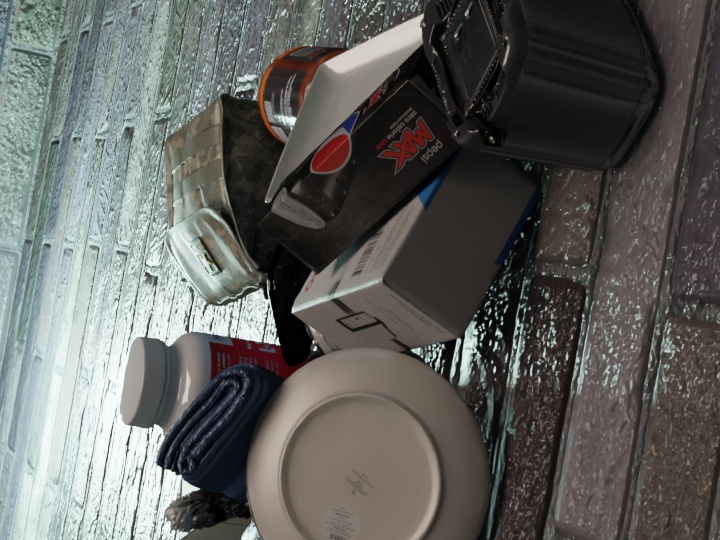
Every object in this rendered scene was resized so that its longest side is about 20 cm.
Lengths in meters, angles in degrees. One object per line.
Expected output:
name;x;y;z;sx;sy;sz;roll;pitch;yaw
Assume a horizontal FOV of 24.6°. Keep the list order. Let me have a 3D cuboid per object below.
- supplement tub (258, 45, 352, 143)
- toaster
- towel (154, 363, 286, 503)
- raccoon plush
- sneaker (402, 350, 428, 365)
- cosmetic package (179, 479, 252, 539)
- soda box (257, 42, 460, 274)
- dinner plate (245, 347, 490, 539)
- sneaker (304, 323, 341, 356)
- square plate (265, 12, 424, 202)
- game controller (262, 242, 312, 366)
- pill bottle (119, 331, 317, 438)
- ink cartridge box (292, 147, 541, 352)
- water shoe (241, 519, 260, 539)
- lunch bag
supplement tub;-0.038;-0.169;1.636;0.200;0.106;0.108;-155;76;-68
toaster;0.129;-0.151;1.181;0.201;0.128;0.114;-104;31;-47
towel;-0.091;0.137;1.380;0.048;0.200;0.112;40;91;26
raccoon plush;-0.082;0.158;1.496;0.096;0.198;0.136;22;121;55
sneaker;0.008;0.170;1.424;0.099;0.077;0.202;151;140;-75
cosmetic package;-0.144;0.189;1.788;0.105;0.070;0.203;139;137;-57
soda box;0.007;-0.085;1.291;0.200;0.071;0.064;-42;15;37
dinner plate;0.002;0.161;1.275;0.024;0.198;0.203;6;-85;-72
sneaker;0.000;0.000;1.534;0.078;0.074;0.202;-18;42;19
square plate;0.022;-0.146;1.415;0.197;0.029;0.201;-21;34;33
game controller;-0.056;0.006;1.580;0.201;0.042;0.106;-72;-19;-61
pill bottle;-0.129;0.121;1.606;0.112;0.198;0.114;-170;90;-68
ink cartridge box;0.041;-0.015;1.342;0.147;0.084;0.200;-60;15;-18
water shoe;-0.071;0.266;1.564;0.080;0.071;0.200;-66;20;8
lunch bag;-0.138;-0.067;1.785;0.164;0.116;0.203;-24;67;60
